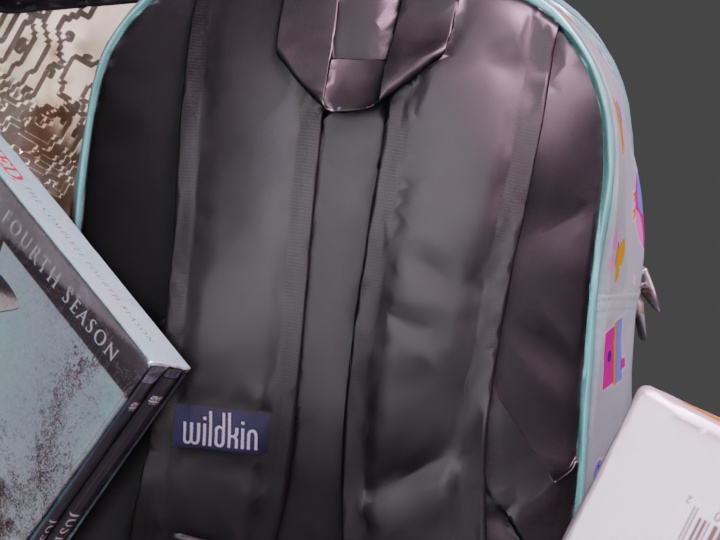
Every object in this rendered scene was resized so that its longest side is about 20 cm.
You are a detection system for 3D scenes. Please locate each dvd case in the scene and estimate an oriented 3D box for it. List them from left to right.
[{"bbox_3d":[-0.146,0.056,0.817,0.200,0.022,0.146,-53,57,18],"label":"dvd case"}]

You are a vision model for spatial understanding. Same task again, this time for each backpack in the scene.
[{"bbox_3d":[0.000,0.000,0.825,0.175,0.153,0.201,7,102,13],"label":"backpack"}]

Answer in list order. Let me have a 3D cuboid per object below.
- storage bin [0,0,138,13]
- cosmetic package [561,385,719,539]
[{"bbox_3d":[-0.057,-0.164,0.887,0.199,0.094,0.136,-4,84,12],"label":"storage bin"},{"bbox_3d":[0.118,0.089,0.767,0.101,0.200,0.072,27,91,13],"label":"cosmetic package"}]
